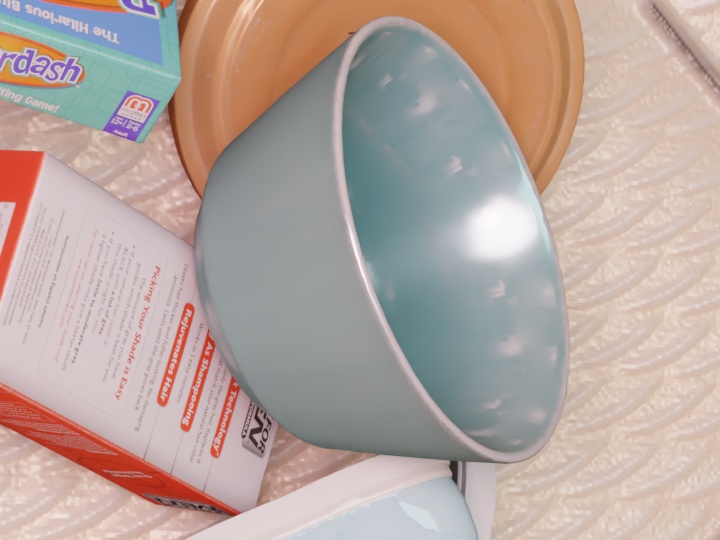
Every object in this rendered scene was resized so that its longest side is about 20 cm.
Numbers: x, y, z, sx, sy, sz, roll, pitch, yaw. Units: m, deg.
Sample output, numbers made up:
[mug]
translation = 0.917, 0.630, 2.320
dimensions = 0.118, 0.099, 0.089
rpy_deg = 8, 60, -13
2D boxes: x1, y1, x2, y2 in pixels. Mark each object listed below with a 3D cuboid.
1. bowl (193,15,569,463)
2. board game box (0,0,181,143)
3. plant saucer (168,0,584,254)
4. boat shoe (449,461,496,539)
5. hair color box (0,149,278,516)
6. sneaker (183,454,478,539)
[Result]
[bowl]
translation = 0.000, 0.000, 1.293
dimensions = 0.201, 0.105, 0.201
rpy_deg = 43, 38, -45
[board game box]
translation = -0.158, -0.159, 1.285
dimensions = 0.152, 0.045, 0.200
rpy_deg = 17, 43, -24
[plant saucer]
translation = 0.010, -0.086, 1.372
dimensions = 0.200, 0.032, 0.201
rpy_deg = -5, 110, -15
[boat shoe]
translation = 0.010, 0.163, 1.368
dimensions = 0.056, 0.069, 0.201
rpy_deg = 23, 76, -21
[hair color box]
translation = -0.111, 0.030, 1.280
dimensions = 0.200, 0.061, 0.102
rpy_deg = 35, 65, -50
[sneaker]
translation = -0.038, 0.150, 1.310
dimensions = 0.200, 0.074, 0.082
rpy_deg = -26, 75, -3
